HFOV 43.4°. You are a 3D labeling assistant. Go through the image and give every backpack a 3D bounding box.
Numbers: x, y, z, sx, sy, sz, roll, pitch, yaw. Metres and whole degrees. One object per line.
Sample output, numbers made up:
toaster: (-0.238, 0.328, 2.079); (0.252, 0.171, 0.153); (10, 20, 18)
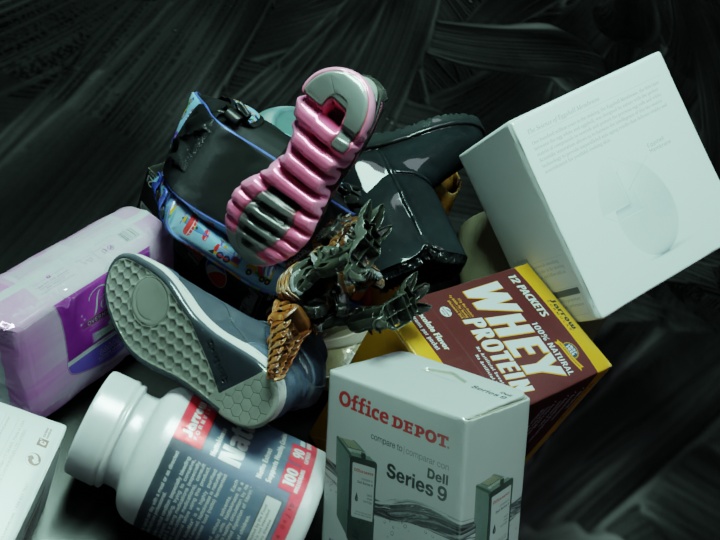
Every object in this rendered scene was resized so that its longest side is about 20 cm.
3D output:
backpack: (-0.116, -0.088, 0.897); (0.181, 0.135, 0.200); (32, 7, -28)

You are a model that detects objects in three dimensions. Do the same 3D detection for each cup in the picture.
cup: (0.202, 0.036, 1.043); (0.197, 0.200, 0.146); (15, 68, -15)

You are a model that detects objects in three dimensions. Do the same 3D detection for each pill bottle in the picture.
pill bottle: (-0.136, 0.168, 0.755); (0.197, 0.120, 0.120); (26, 42, -5)

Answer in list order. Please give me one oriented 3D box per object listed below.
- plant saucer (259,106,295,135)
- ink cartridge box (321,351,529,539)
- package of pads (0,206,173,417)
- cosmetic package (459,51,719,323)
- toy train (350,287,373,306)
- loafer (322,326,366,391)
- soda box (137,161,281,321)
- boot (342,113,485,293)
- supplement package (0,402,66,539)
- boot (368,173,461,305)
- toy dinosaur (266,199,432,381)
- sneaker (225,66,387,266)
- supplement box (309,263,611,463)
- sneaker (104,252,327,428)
plant saucer: (-0.048, -0.143, 1.142); (0.198, 0.028, 0.202); (27, 33, -19)
ink cartridge box: (0.045, 0.181, 0.703); (0.145, 0.204, 0.083); (12, 14, 43)
package of pads: (-0.255, 0.037, 0.808); (0.075, 0.122, 0.200); (24, 39, 23)
cosmetic package: (0.239, -0.078, 0.913); (0.197, 0.123, 0.203); (-25, 91, -21)
toy train: (0.000, 0.000, 0.983); (0.084, 0.116, 0.202); (20, 43, -34)
loafer: (-0.033, 0.094, 0.903); (0.197, 0.076, 0.070); (-16, 95, -16)
soda box: (-0.153, -0.034, 0.981); (0.200, 0.064, 0.070); (47, 44, 16)
boot: (0.072, -0.068, 0.943); (0.197, 0.077, 0.170); (-14, 65, -24)
supplement package: (-0.336, 0.155, 0.658); (0.197, 0.118, 0.118); (21, 42, -9)
boot: (0.065, -0.036, 1.041); (0.070, 0.145, 0.203); (21, 42, -18)
toy dinosaur: (-0.023, 0.019, 0.754); (0.102, 0.134, 0.203); (41, 48, -39)
sneaker: (-0.040, -0.087, 0.772); (0.079, 0.201, 0.095); (41, 27, 2)
supplement box: (0.091, 0.125, 0.866); (0.198, 0.199, 0.133); (-15, 56, -39)
sneaker: (-0.118, 0.056, 0.790); (0.201, 0.078, 0.146); (38, 16, 18)
